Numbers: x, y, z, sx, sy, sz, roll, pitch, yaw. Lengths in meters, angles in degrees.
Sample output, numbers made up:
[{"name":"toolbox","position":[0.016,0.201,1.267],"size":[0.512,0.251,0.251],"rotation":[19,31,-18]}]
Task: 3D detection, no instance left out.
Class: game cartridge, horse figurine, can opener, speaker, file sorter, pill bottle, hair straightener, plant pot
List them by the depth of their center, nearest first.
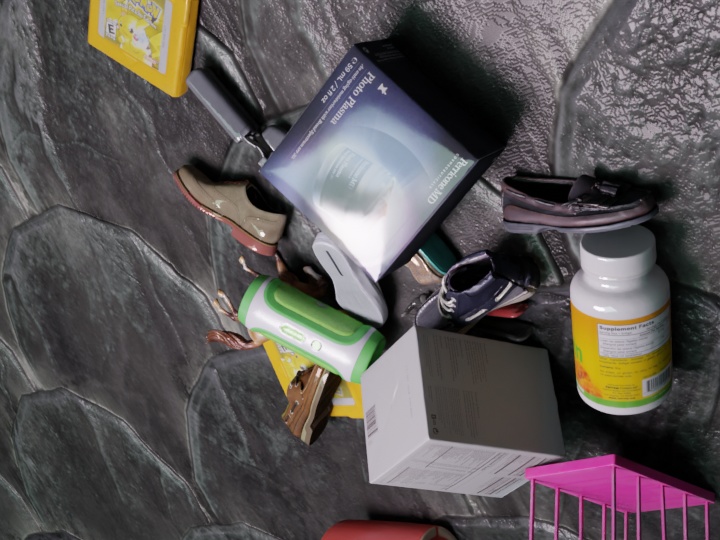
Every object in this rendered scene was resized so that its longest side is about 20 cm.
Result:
[{"name":"pill bottle","position":[0.296,0.053,1.329],"size":[0.111,0.111,0.201],"rotation":[12,126,34]},{"name":"file sorter","position":[0.314,0.315,1.416],"size":[0.199,0.126,0.139],"rotation":[24,151,-34]},{"name":"hair straightener","position":[0.137,0.073,1.532],"size":[0.199,0.041,0.077],"rotation":[3,120,38]},{"name":"can opener","position":[-0.149,-0.205,1.589],"size":[0.067,0.053,0.200],"rotation":[-41,88,16]},{"name":"game cartridge","position":[-0.299,-0.361,1.597],"size":[0.176,0.032,0.201],"rotation":[33,136,19]},{"name":"speaker","position":[-0.068,0.081,1.631],"size":[0.199,0.089,0.089],"rotation":[27,134,12]},{"name":"horse figurine","position":[-0.142,0.048,1.721],"size":[0.132,0.050,0.200],"rotation":[40,108,7]},{"name":"game cartridge","position":[-0.054,0.142,1.755],"size":[0.199,0.032,0.177],"rotation":[-4,116,44]},{"name":"plant pot","position":[0.055,0.472,1.791],"size":[0.177,0.200,0.201],"rotation":[-16,108,36]}]

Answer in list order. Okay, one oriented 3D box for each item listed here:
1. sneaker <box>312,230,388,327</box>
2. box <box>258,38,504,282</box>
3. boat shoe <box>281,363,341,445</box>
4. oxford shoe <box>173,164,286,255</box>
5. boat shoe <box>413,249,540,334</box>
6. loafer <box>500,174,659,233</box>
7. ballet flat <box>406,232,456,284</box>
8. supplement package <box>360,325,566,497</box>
[{"name":"sneaker","position":[0.000,0.000,1.584],"size":[0.073,0.071,0.200],"rotation":[13,147,29]},{"name":"box","position":[0.025,-0.131,1.379],"size":[0.198,0.123,0.200],"rotation":[42,115,7]},{"name":"boat shoe","position":[-0.078,0.182,1.730],"size":[0.068,0.072,0.201],"rotation":[33,135,15]},{"name":"oxford shoe","position":[-0.183,-0.105,1.681],"size":[0.200,0.070,0.075],"rotation":[36,110,18]},{"name":"boat shoe","position":[0.119,0.029,1.453],"size":[0.200,0.092,0.075],"rotation":[-33,58,36]},{"name":"loafer","position":[0.238,-0.080,1.319],"size":[0.199,0.072,0.063],"rotation":[-1,114,45]},{"name":"ballet flat","position":[0.043,-0.062,1.503],"size":[0.201,0.068,0.067],"rotation":[56,145,-4]},{"name":"supplement package","position":[0.125,0.182,1.470],"size":[0.151,0.199,0.153],"rotation":[-47,40,48]}]
